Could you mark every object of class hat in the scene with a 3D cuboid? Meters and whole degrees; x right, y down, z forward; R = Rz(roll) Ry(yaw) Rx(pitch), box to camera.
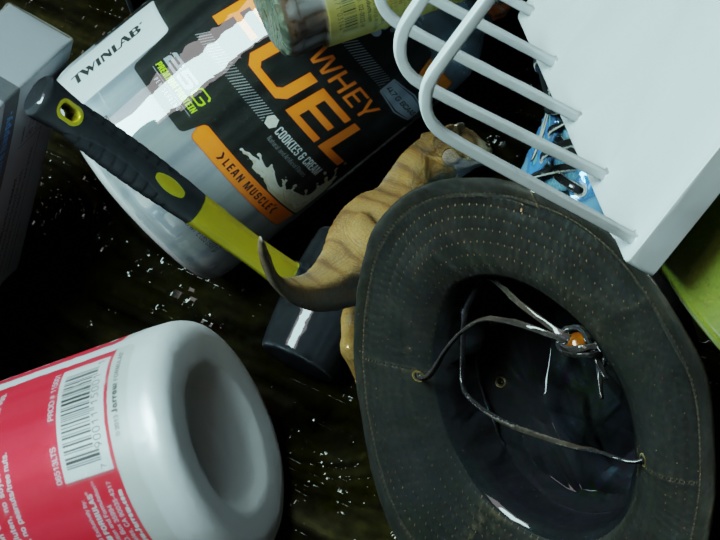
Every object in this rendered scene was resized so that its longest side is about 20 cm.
[{"bbox_3d":[0.085,0.047,1.168,0.200,0.201,0.081,13,28,37],"label":"hat"}]

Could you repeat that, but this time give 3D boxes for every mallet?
[{"bbox_3d":[-0.062,-0.032,1.259,0.041,0.200,0.066,8,59,54],"label":"mallet"}]

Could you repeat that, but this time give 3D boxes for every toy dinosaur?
[{"bbox_3d":[0.000,0.000,1.246,0.060,0.106,0.200,-15,17,31],"label":"toy dinosaur"}]

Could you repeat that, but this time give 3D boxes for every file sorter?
[{"bbox_3d":[0.082,-0.125,1.096,0.139,0.124,0.200,-53,27,22],"label":"file sorter"}]

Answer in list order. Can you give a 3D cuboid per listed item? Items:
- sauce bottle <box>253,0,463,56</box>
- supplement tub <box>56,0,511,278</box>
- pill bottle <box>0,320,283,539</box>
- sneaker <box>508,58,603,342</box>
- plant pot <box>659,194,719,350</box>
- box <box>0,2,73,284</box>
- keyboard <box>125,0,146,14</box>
[{"bbox_3d":[0.049,-0.149,1.236,0.200,0.065,0.065,-18,50,-10],"label":"sauce bottle"},{"bbox_3d":[-0.031,-0.100,1.326,0.200,0.123,0.123,-40,49,7],"label":"supplement tub"},{"bbox_3d":[-0.144,0.102,1.283,0.200,0.112,0.112,-19,54,23],"label":"pill bottle"},{"bbox_3d":[0.093,-0.061,1.244,0.078,0.090,0.200,14,71,37],"label":"sneaker"},{"bbox_3d":[0.214,-0.045,1.106,0.193,0.200,0.201,-41,48,20],"label":"plant pot"},{"bbox_3d":[-0.210,-0.010,1.317,0.041,0.156,0.200,29,43,11],"label":"box"},{"bbox_3d":[-0.105,-0.198,1.388,0.021,0.200,0.127,10,67,10],"label":"keyboard"}]
